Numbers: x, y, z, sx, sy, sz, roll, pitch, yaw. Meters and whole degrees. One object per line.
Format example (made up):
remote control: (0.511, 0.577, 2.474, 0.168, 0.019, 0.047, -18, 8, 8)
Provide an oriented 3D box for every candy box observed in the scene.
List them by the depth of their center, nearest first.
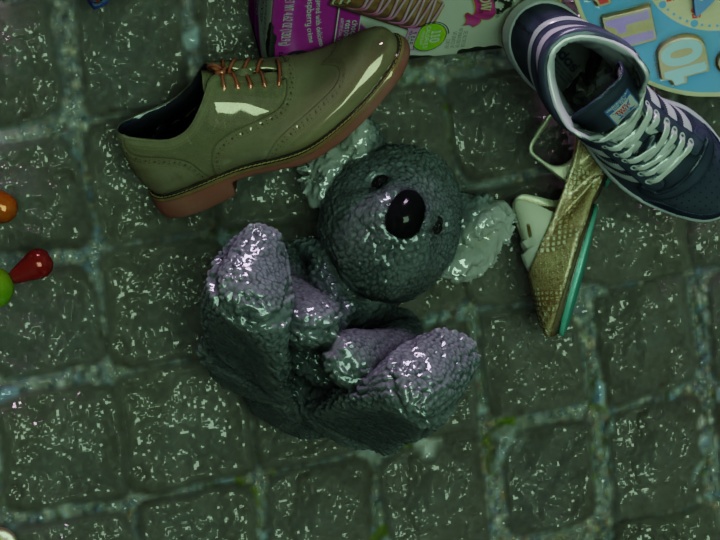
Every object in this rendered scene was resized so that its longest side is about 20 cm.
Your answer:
candy box: (0.033, -0.200, 1.405, 0.198, 0.137, 0.061, -9, 55, -13)

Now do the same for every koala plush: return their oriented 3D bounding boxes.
koala plush: (0.000, 0.000, 1.427, 0.176, 0.184, 0.201, 28, 68, -4)

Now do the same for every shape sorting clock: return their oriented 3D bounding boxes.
shape sorting clock: (0.232, -0.205, 1.418, 0.198, 0.039, 0.202, 0, 118, 1)

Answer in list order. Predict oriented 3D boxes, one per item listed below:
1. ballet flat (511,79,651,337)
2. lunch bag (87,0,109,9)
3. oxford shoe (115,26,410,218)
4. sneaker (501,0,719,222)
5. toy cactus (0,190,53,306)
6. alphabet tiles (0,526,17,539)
ballet flat: (0.139, -0.057, 1.491, 0.065, 0.071, 0.202, 18, 87, 3)
lunch bag: (-0.096, -0.260, 1.351, 0.199, 0.151, 0.095, -27, 84, -11)
oxford shoe: (-0.063, -0.106, 1.389, 0.199, 0.071, 0.075, -30, 124, 14)
sneaker: (0.176, -0.091, 1.397, 0.200, 0.109, 0.070, 40, 96, -16)
toy cactus: (-0.304, -0.034, 1.372, 0.165, 0.102, 0.200, -39, 113, 3)
alphabet tiles: (-0.311, 0.238, 1.435, 0.198, 0.015, 0.197, -14, 99, -12)
